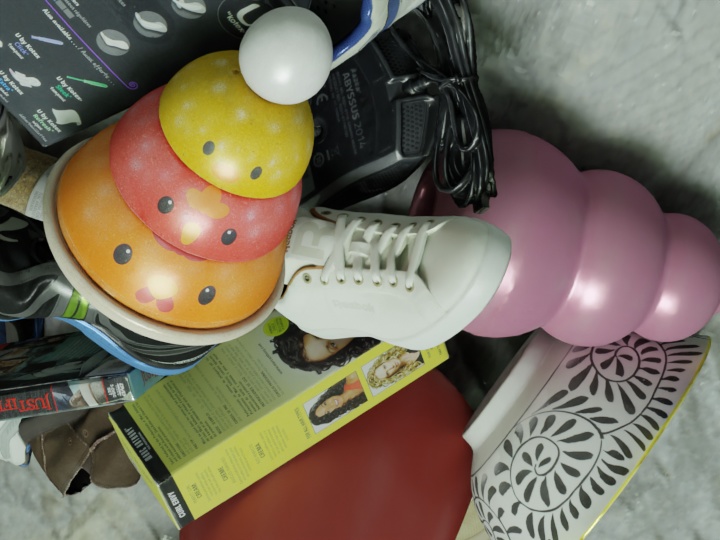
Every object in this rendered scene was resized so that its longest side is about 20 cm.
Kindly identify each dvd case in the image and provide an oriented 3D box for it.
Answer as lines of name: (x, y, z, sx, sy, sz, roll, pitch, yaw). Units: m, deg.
dvd case: (-0.209, 0.067, 1.594, 0.199, 0.146, 0.022, -11, 101, 17)

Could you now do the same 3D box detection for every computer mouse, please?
computer mouse: (0.005, -0.081, 1.506, 0.199, 0.140, 0.053, -18, 166, 39)

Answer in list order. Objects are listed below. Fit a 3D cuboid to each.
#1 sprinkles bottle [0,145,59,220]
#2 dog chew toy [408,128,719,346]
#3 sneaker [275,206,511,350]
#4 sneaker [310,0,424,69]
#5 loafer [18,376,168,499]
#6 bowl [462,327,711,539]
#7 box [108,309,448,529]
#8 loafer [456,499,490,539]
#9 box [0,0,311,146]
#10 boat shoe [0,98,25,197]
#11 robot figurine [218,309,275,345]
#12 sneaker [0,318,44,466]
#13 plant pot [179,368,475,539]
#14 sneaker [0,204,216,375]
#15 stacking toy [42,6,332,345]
sprinkles bottle: (-0.150, -0.024, 1.580, 0.199, 0.068, 0.069, 18, 141, 25)
dog chew toy: (0.130, -0.011, 1.534, 0.199, 0.125, 0.125, 13, 138, -12)
sneaker: (0.000, 0.000, 1.454, 0.084, 0.073, 0.199, 30, 156, -31)
sneaker: (-0.048, -0.136, 1.451, 0.200, 0.088, 0.075, -34, 96, 36)
loafer: (-0.150, 0.103, 1.662, 0.200, 0.073, 0.071, -25, 87, 56)
bowl: (0.126, 0.097, 1.607, 0.094, 0.201, 0.201, 35, 136, 1)
box: (-0.050, 0.071, 1.557, 0.199, 0.075, 0.050, -33, 137, -10)
loafer: (0.046, 0.157, 1.759, 0.068, 0.076, 0.200, 26, 137, -22)
box: (-0.124, -0.173, 1.419, 0.199, 0.123, 0.106, -21, 127, 32)
boat shoe: (-0.225, -0.075, 1.500, 0.071, 0.200, 0.070, -38, 108, 4)
robot figurine: (-0.069, 0.035, 1.673, 0.144, 0.058, 0.201, 6, 138, 8)
sneaker: (-0.257, 0.063, 1.738, 0.076, 0.076, 0.201, 9, 136, -2)
plant pot: (-0.031, 0.166, 1.619, 0.199, 0.178, 0.201, 6, 133, 7)
sneaker: (-0.157, 0.000, 1.461, 0.199, 0.071, 0.083, 23, 143, -32)
stacking toy: (-0.075, -0.070, 1.363, 0.145, 0.147, 0.200, 24, 133, -11)
